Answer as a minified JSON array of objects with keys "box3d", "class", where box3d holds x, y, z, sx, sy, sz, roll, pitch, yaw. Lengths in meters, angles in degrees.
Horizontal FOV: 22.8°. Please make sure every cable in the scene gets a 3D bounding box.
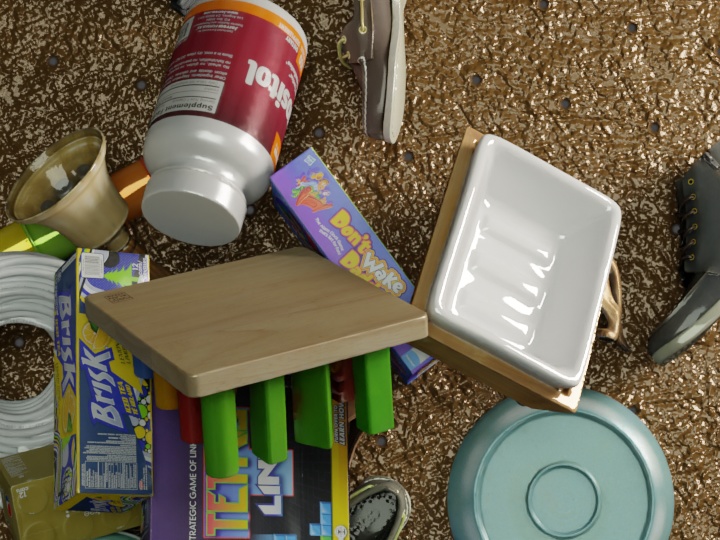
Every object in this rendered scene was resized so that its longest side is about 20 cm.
[{"box3d":[-0.290,0.082,1.508,0.199,0.069,0.201,-25,106,-12],"class":"cable"}]

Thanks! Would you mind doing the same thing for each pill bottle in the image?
[{"box3d":[-0.118,-0.126,1.511,0.112,0.113,0.201,13,61,1],"class":"pill bottle"}]

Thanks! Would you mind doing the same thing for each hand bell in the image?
[{"box3d":[-0.198,-0.015,1.518,0.104,0.104,0.200,-43,122,-5],"class":"hand bell"}]

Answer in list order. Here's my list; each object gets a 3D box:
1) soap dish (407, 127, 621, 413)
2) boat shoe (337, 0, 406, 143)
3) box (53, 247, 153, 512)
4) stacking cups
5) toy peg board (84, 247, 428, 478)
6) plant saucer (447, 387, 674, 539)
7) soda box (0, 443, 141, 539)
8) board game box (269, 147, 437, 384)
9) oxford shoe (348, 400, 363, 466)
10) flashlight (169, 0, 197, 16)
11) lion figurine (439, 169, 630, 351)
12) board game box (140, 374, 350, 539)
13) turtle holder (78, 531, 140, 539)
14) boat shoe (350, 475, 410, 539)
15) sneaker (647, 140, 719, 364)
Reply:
[{"box3d":[0.120,0.004,1.442,0.157,0.081,0.201,27,56,-14],"class":"soap dish"},{"box3d":[0.011,-0.209,1.575,0.059,0.072,0.201,1,79,6],"class":"boat shoe"},{"box3d":[-0.207,0.088,1.426,0.064,0.070,0.201,7,69,-25],"class":"box"},{"box3d":[-0.234,-0.053,1.557,0.199,0.061,0.061,-30,84,-4],"class":"stacking cups"},{"box3d":[-0.081,0.071,1.371,0.199,0.199,0.098,-13,112,-28],"class":"toy peg board"},{"box3d":[0.175,0.199,1.547,0.199,0.027,0.202,0,82,0],"class":"plant saucer"},{"box3d":[-0.198,0.173,1.490,0.199,0.064,0.068,-13,111,-19],"class":"soda box"},{"box3d":[0.000,0.000,1.515,0.045,0.134,0.200,-36,85,-5],"class":"board game box"},{"box3d":[-0.055,0.191,1.506,0.071,0.071,0.201,20,75,26],"class":"oxford shoe"},{"box3d":[-0.120,-0.328,1.589,0.068,0.068,0.200,38,84,3],"class":"flashlight"},{"box3d":[0.156,-0.009,1.558,0.199,0.072,0.123,19,70,-12],"class":"lion figurine"},{"box3d":[-0.093,0.162,1.444,0.164,0.057,0.201,3,72,-15],"class":"board game box"},{"box3d":[-0.199,0.297,1.479,0.185,0.132,0.141,40,84,5],"class":"turtle holder"},{"box3d":[-0.033,0.257,1.520,0.072,0.060,0.202,41,84,5],"class":"boat shoe"},{"box3d":[0.292,-0.016,1.557,0.106,0.075,0.200,41,75,9],"class":"sneaker"}]
